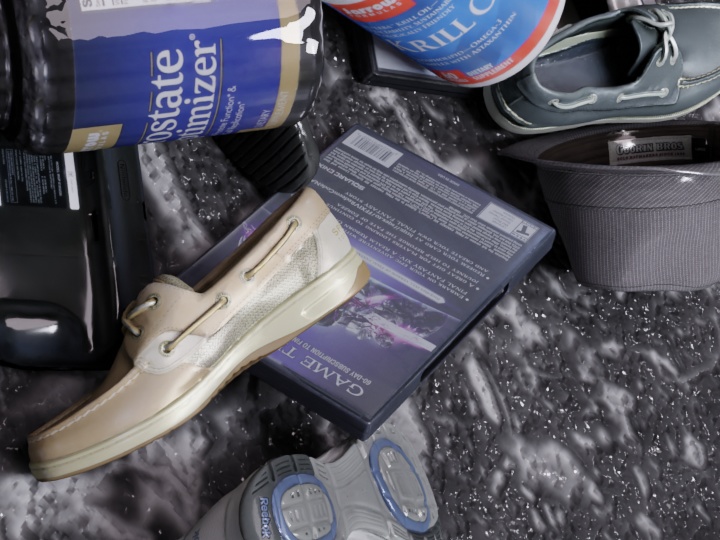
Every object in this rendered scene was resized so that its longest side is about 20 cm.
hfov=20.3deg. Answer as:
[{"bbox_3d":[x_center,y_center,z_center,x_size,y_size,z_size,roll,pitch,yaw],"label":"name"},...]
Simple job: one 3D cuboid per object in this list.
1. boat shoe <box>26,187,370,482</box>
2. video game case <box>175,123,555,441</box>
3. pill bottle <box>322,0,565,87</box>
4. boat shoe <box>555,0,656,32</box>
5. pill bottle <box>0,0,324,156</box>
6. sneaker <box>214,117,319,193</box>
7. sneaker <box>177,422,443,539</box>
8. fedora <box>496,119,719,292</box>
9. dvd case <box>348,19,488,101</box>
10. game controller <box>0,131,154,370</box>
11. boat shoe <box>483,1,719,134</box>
[{"bbox_3d":[-0.091,0.032,1.012,0.199,0.072,0.065,-35,100,-11],"label":"boat shoe"},{"bbox_3d":[0.000,0.000,1.121,0.142,0.019,0.200,29,47,19],"label":"video game case"},{"bbox_3d":[0.022,-0.192,1.158,0.200,0.112,0.113,26,55,-45],"label":"pill bottle"},{"bbox_3d":[0.142,-0.199,1.341,0.066,0.072,0.201,-27,96,-46],"label":"boat shoe"},{"bbox_3d":[-0.127,-0.117,1.011,0.199,0.112,0.113,-9,75,-21],"label":"pill bottle"},{"bbox_3d":[-0.063,-0.144,1.149,0.088,0.074,0.201,-27,88,-40],"label":"sneaker"},{"bbox_3d":[-0.027,0.129,1.057,0.200,0.087,0.075,3,65,-57],"label":"sneaker"},{"bbox_3d":[0.180,-0.038,1.254,0.200,0.176,0.091,-21,113,-56],"label":"fedora"},{"bbox_3d":[0.043,-0.206,1.298,0.142,0.018,0.201,4,68,-37],"label":"dvd case"},{"bbox_3d":[-0.164,-0.045,1.057,0.104,0.042,0.201,-1,70,-23],"label":"game controller"},{"bbox_3d":[0.177,-0.134,1.277,0.199,0.062,0.073,-15,81,-20],"label":"boat shoe"}]
